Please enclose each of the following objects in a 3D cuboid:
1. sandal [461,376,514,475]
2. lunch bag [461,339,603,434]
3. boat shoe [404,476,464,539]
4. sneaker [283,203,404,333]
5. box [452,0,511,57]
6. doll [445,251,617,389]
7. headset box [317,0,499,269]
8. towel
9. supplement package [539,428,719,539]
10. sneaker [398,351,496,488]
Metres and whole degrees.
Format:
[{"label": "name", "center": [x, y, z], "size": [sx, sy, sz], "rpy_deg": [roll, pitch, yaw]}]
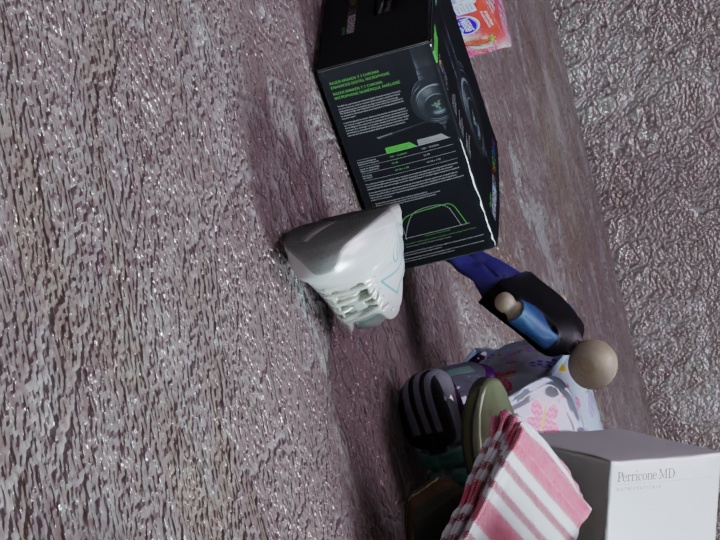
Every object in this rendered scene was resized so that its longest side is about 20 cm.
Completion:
[{"label": "sandal", "center": [0.130, 0.168, 1.562], "size": [0.080, 0.057, 0.202], "rpy_deg": [-30, 98, -62]}, {"label": "lunch bag", "center": [0.136, 0.161, 1.762], "size": [0.200, 0.126, 0.171], "rpy_deg": [-37, 113, -64]}, {"label": "boat shoe", "center": [0.066, 0.221, 1.527], "size": [0.074, 0.075, 0.201], "rpy_deg": [43, -22, 49]}, {"label": "sneaker", "center": [0.000, 0.000, 1.431], "size": [0.200, 0.070, 0.081], "rpy_deg": [-17, 96, -79]}, {"label": "box", "center": [0.061, -0.259, 1.907], "size": [0.200, 0.099, 0.096], "rpy_deg": [42, 37, -69]}, {"label": "doll", "center": [0.129, 0.025, 1.738], "size": [0.200, 0.049, 0.136], "rpy_deg": [39, 15, 25]}, {"label": "headset box", "center": [0.038, -0.134, 1.687], "size": [0.175, 0.092, 0.201], "rpy_deg": [-84, 157, -58]}, {"label": "towel", "center": [0.082, 0.209, 1.447], "size": [0.201, 0.030, 0.146], "rpy_deg": [-61, 144, -16]}, {"label": "supplement package", "center": [0.188, 0.230, 1.652], "size": [0.121, 0.119, 0.202], "rpy_deg": [-1, 96, -36]}, {"label": "sneaker", "center": [0.097, 0.163, 1.622], "size": [0.087, 0.074, 0.201], "rpy_deg": [-20, 98, -42]}]
